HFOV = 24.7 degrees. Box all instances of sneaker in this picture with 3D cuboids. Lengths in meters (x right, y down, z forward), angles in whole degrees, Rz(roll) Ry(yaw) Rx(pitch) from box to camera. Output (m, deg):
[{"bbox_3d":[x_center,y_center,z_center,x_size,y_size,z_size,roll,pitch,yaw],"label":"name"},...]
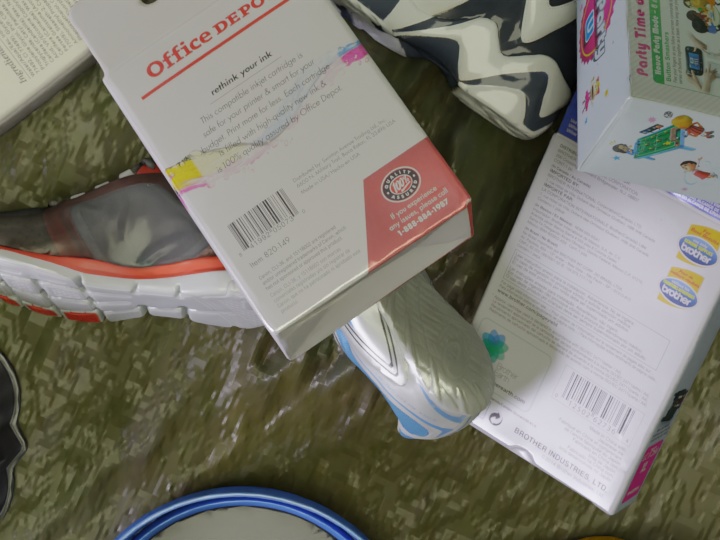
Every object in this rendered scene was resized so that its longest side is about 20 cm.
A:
[{"bbox_3d":[-0.128,-0.020,0.892,0.198,0.077,0.083,7,70,-5],"label":"sneaker"},{"bbox_3d":[0.050,-0.175,0.867,0.199,0.079,0.130,35,89,-2],"label":"sneaker"},{"bbox_3d":[0.000,0.000,0.884,0.072,0.072,0.201,-36,78,43],"label":"sneaker"}]

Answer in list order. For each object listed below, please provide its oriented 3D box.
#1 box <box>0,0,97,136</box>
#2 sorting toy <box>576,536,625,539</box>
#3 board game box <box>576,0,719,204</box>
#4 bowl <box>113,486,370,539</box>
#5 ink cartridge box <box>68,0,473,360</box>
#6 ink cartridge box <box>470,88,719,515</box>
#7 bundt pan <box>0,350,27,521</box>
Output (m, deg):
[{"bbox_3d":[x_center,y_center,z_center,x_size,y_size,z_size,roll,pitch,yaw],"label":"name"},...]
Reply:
[{"bbox_3d":[-0.221,-0.097,0.865,0.199,0.068,0.082,-36,97,2],"label":"box"},{"bbox_3d":[0.108,0.261,0.920,0.199,0.107,0.181,-13,115,-17],"label":"sorting toy"},{"bbox_3d":[0.207,-0.102,0.796,0.198,0.064,0.148,13,57,-12],"label":"board game box"},{"bbox_3d":[-0.066,0.218,0.930,0.199,0.039,0.202,0,97,-3],"label":"bowl"},{"bbox_3d":[-0.045,-0.073,0.821,0.116,0.068,0.201,-33,76,-3],"label":"ink cartridge box"},{"bbox_3d":[0.130,0.013,0.866,0.119,0.042,0.201,31,113,25],"label":"ink cartridge box"},{"bbox_3d":[-0.285,0.094,0.885,0.200,0.076,0.204,0,98,-2],"label":"bundt pan"}]
